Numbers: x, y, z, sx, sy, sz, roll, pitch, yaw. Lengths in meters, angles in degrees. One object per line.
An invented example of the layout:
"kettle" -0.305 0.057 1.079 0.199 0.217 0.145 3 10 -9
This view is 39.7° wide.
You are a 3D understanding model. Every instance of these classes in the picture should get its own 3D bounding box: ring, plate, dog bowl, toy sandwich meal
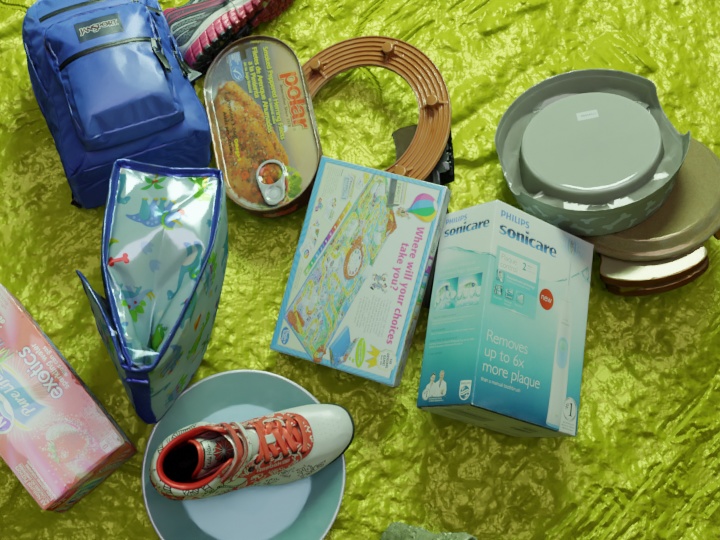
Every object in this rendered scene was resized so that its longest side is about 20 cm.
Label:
"ring" -0.002 -0.159 1.053 0.198 0.019 0.202 -5 72 16
"plate" -0.113 0.198 0.977 0.198 0.026 0.202 1 75 -6
"dog bowl" 0.241 -0.122 1.046 0.198 0.059 0.201 -7 52 9
"toy sandwich meal" 0.304 -0.068 1.071 0.203 0.071 0.207 -7 52 9

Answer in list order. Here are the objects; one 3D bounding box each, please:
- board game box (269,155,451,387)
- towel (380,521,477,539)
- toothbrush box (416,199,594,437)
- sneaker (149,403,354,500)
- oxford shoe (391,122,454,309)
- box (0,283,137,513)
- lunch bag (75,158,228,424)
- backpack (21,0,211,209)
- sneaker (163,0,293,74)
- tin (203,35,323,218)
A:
"board game box" 0.000 0.000 0.995 0.133 0.034 0.202 16 89 15
"towel" 0.042 0.333 0.903 0.036 0.148 0.202 24 72 -27
"toothbrush box" 0.146 0.052 0.986 0.146 0.085 0.202 21 69 -33
"sneaker" -0.096 0.166 0.919 0.199 0.108 0.068 -13 76 -10
"oxford shoe" 0.057 -0.057 1.051 0.084 0.073 0.202 -2 72 10
"box" -0.310 0.120 0.936 0.094 0.103 0.200 -39 83 -15
"lunch bag" -0.191 0.026 0.929 0.126 0.170 0.202 3 66 -5
"backpack" -0.244 -0.195 0.999 0.161 0.168 0.201 -17 73 -17
"sneaker" -0.129 -0.306 1.084 0.200 0.081 0.075 -43 81 -15
"tin" -0.100 -0.151 1.047 0.111 0.042 0.202 -17 71 13
